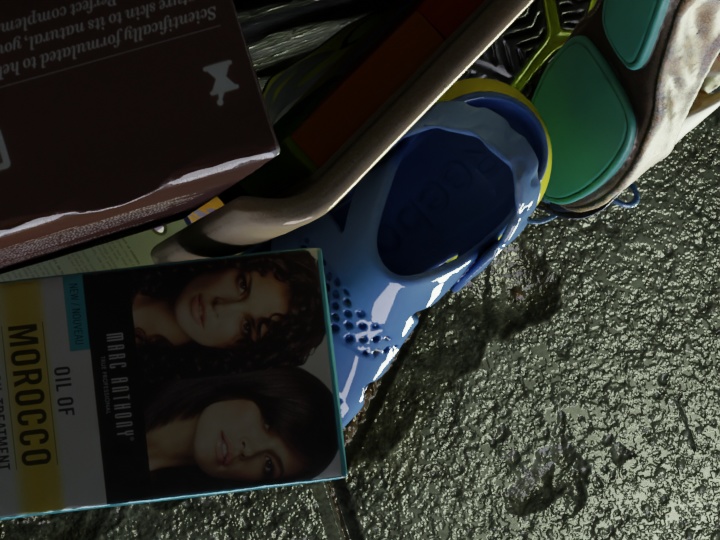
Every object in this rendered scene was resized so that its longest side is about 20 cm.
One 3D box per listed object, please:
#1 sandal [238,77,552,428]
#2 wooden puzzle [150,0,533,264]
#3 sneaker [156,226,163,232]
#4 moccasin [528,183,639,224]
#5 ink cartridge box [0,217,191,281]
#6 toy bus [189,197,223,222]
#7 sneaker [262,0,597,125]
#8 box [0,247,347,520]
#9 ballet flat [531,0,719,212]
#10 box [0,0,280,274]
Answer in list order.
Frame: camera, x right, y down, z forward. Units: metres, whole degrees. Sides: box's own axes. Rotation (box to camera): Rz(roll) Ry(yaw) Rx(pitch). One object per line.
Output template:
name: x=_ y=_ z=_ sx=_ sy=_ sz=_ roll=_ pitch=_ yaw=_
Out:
sandal: x=0.000 y=0.000 z=0.819 sx=0.200 sy=0.079 sz=0.087 roll=-49 pitch=-175 yaw=-7
wooden puzzle: x=0.012 y=-0.074 z=0.790 sx=0.200 sy=0.037 sz=0.185 roll=-41 pitch=-174 yaw=-15
sneaker: x=-0.117 y=0.022 z=1.056 sx=0.072 sy=0.115 sz=0.200 roll=-16 pitch=178 yaw=-11
moccasin: x=0.098 y=-0.055 z=1.083 sx=0.080 sy=0.069 sz=0.200 roll=-17 pitch=180 yaw=15
ink cartridge box: x=-0.145 y=0.002 z=0.860 sx=0.037 sy=0.095 sz=0.200 roll=-32 pitch=180 yaw=41
toy bus: x=-0.060 y=-0.040 z=1.096 sx=0.065 sy=0.078 sz=0.200 roll=-60 pitch=-162 yaw=-12
sneaker: x=0.045 y=-0.100 z=0.948 sx=0.199 sy=0.076 sz=0.076 roll=-21 pitch=-147 yaw=-14
box: x=-0.107 y=0.044 z=0.755 sx=0.199 sy=0.083 sz=0.049 roll=-7 pitch=179 yaw=-3
ballet flat: x=0.122 y=-0.087 z=0.863 sx=0.067 sy=0.068 sz=0.200 roll=-15 pitch=158 yaw=-20
box: x=-0.097 y=-0.045 z=0.689 sx=0.100 sy=0.075 sz=0.200 roll=-17 pitch=-178 yaw=-13
